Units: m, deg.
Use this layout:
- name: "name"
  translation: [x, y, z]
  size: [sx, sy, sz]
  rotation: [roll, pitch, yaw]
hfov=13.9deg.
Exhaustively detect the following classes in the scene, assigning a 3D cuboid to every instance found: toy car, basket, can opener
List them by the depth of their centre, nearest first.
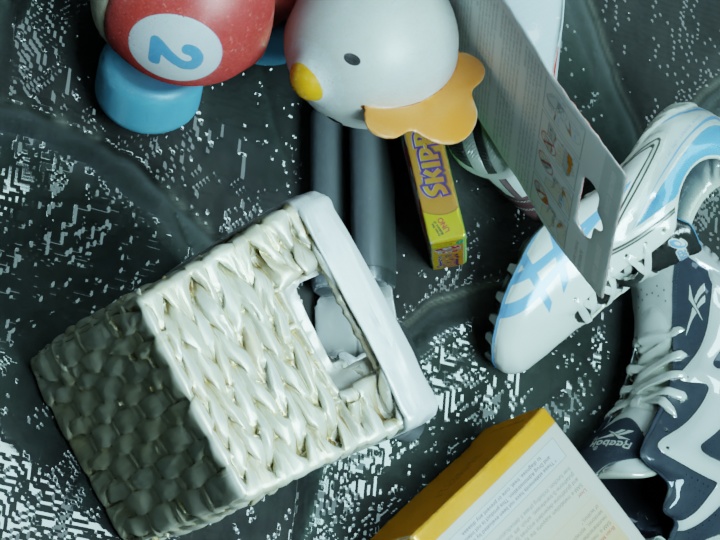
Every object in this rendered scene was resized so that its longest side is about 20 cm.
- name: "basket"
  translation: [-0.073, 0.059, 1.556]
  size: [0.123, 0.200, 0.136]
  rotation: [-29, 90, -26]
- name: "toy car"
  translation: [-0.025, -0.131, 1.600]
  size: [0.177, 0.185, 0.200]
  rotation: [-33, 64, -33]
- name: "can opener"
  translation: [0.000, 0.000, 1.705]
  size: [0.066, 0.053, 0.200]
  rotation: [21, 63, -61]

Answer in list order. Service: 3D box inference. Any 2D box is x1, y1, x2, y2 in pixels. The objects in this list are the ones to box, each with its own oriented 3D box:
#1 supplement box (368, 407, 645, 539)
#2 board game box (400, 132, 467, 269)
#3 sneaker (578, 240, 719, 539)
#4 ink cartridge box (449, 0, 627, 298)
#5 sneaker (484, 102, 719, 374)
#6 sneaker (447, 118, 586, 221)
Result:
- name: "supplement box"
  translation: [0.109, 0.197, 1.687]
  size: [0.126, 0.073, 0.200]
  rotation: [-41, 97, -32]
- name: "board game box"
  translation: [0.030, -0.106, 1.719]
  size: [0.030, 0.096, 0.200]
  rotation: [-10, 81, 1]
- name: "sneaker"
  translation: [0.173, 0.078, 1.754]
  size: [0.129, 0.079, 0.200]
  rotation: [-13, 93, -40]
- name: "ink cartridge box"
  translation: [0.101, -0.103, 1.600]
  size: [0.047, 0.160, 0.200]
  rotation: [-28, 69, -12]
- name: "sneaker"
  translation: [0.151, -0.013, 1.739]
  size: [0.200, 0.072, 0.072]
  rotation: [-47, 62, -5]
- name: "sneaker"
  translation: [0.089, -0.111, 1.780]
  size: [0.116, 0.076, 0.200]
  rotation: [51, 30, -45]
